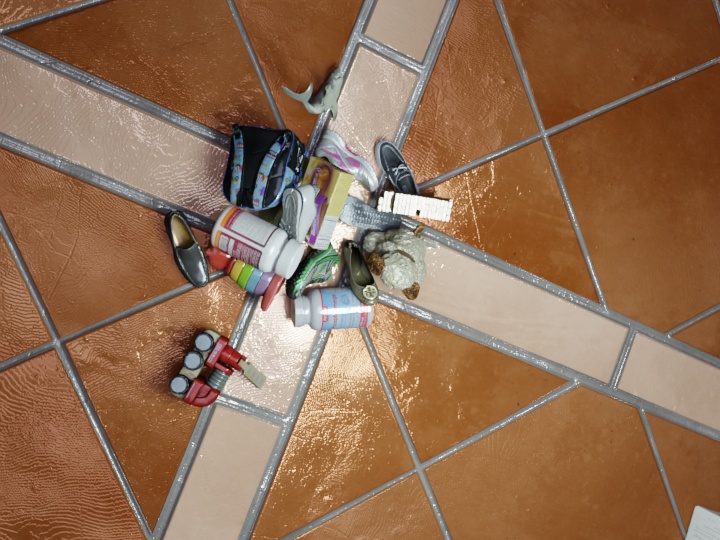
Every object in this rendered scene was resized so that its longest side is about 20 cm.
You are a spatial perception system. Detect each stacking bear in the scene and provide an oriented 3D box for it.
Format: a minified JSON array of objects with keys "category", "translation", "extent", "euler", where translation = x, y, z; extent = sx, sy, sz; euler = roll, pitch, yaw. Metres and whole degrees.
[{"category":"stacking bear","translation":[-0.285,-0.009,1.607],"extent":[0.199,0.114,0.122],"euler":[30,41,-2]}]

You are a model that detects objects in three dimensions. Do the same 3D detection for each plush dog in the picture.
[{"category":"plush dog","translation":[0.104,-0.022,1.656],"extent":[0.199,0.160,0.172],"euler":[33,47,-14]}]

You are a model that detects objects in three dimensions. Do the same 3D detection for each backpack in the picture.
[{"category":"backpack","translation":[-0.234,-0.236,1.573],"extent":[0.181,0.134,0.202],"euler":[9,83,19]}]

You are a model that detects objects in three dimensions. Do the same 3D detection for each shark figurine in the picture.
[{"category":"shark figurine","translation":[-0.122,-0.431,1.640],"extent":[0.089,0.214,0.129],"euler":[16,122,22]}]

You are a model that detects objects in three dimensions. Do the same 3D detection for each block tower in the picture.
[{"category":"block tower","translation":[0.141,-0.170,1.681],"extent":[0.198,0.058,0.054],"euler":[7,105,-8]}]

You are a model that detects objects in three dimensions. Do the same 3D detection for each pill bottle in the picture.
[{"category":"pill bottle","translation":[-0.239,-0.063,1.521],"extent":[0.199,0.110,0.110],"euler":[26,85,5]},{"category":"pill bottle","translation":[-0.074,0.098,1.665],"extent":[0.198,0.109,0.110],"euler":[-3,93,-14]}]

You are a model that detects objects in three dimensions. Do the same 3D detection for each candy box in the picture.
[{"category":"candy box","translation":[-0.103,-0.167,1.614],"extent":[0.056,0.116,0.201],"euler":[4,113,-50]}]

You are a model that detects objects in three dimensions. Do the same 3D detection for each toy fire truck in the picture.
[{"category":"toy fire truck","translation":[-0.341,0.262,1.608],"extent":[0.199,0.129,0.177],"euler":[30,85,-4]}]

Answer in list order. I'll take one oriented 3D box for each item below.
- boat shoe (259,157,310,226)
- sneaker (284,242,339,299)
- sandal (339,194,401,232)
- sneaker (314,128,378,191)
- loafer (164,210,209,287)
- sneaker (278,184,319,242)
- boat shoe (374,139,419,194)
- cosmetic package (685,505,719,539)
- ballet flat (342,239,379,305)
[{"category":"boat shoe","translation":[-0.184,-0.197,1.656],"extent":[0.073,0.063,0.202],"euler":[23,79,22]},{"category":"sneaker","translation":[-0.114,0.006,1.639],"extent":[0.085,0.078,0.200],"euler":[51,53,-14]},{"category":"sandal","translation":[0.013,-0.144,1.720],"extent":[0.199,0.043,0.077],"euler":[18,94,-24]},{"category":"sneaker","translation":[-0.040,-0.267,1.682],"extent":[0.200,0.081,0.088],"euler":[42,84,-4]},{"category":"loafer","translation":[-0.425,-0.050,1.586],"extent":[0.072,0.072,0.201],"euler":[-27,99,-13]},{"category":"sneaker","translation":[-0.146,-0.117,1.572],"extent":[0.076,0.201,0.080],"euler":[41,45,25]},{"category":"boat shoe","translation":[0.103,-0.254,1.720],"extent":[0.071,0.068,0.201],"euler":[-26,98,-12]},{"category":"cosmetic package","translation":[1.111,0.857,1.975],"extent":[0.165,0.167,0.201],"euler":[20,86,-15]},{"category":"ballet flat","translation":[0.000,0.000,1.657],"extent":[0.067,0.046,0.201],"euler":[-5,55,-20]}]
